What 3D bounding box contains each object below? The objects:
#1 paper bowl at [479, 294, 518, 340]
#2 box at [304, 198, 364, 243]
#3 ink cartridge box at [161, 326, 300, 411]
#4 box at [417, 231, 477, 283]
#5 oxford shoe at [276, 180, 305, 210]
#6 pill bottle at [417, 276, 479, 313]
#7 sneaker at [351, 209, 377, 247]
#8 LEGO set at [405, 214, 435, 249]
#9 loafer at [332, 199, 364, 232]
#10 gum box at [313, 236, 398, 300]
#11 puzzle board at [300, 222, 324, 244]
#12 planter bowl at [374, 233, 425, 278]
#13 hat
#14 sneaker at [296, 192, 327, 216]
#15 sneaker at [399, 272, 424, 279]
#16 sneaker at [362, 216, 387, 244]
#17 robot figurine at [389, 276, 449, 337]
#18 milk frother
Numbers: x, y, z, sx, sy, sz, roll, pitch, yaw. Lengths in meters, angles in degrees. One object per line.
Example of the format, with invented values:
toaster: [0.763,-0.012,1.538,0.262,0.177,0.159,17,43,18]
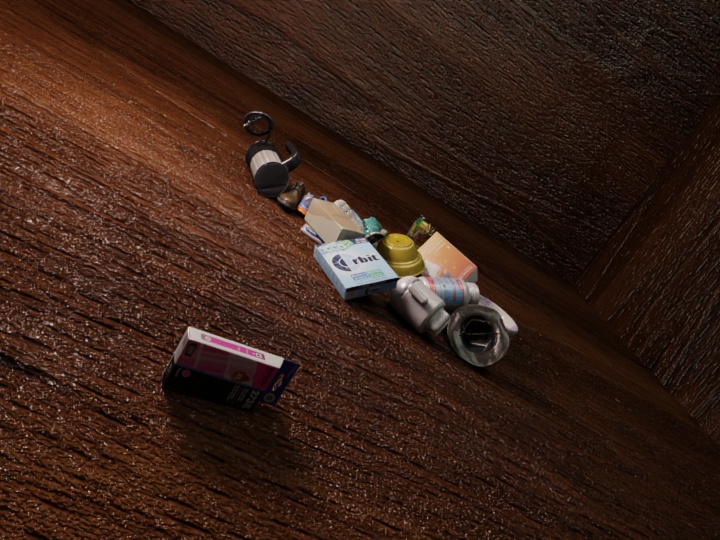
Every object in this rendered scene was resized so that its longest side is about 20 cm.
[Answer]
paper bowl: [0.409,0.172,1.885,0.198,0.105,0.202,30,20,-12]
box: [-0.082,-0.135,1.755,0.093,0.079,0.200,9,27,-41]
ink cartridge box: [-0.195,0.162,0.890,0.197,0.096,0.037,23,21,-31]
box: [0.280,0.000,1.960,0.200,0.152,0.107,43,-10,27]
oxford shoe: [-0.222,-0.254,1.874,0.072,0.085,0.201,32,20,-9]
pill bottle: [0.263,0.078,1.768,0.195,0.111,0.109,2,31,-22]
sneaker: [-0.009,-0.135,1.984,0.081,0.076,0.201,38,12,-44]
LEGO set: [0.216,-0.085,2.079,0.114,0.203,0.154,32,-2,-8]
loafer: [-0.034,-0.133,1.870,0.069,0.069,0.203,-28,85,-45]
gum box: [-0.015,-0.010,1.596,0.166,0.045,0.201,-11,43,-29]
puzzle board: [-0.090,-0.094,1.814,0.198,0.018,0.151,34,19,-4]
planter bowl: [0.118,-0.062,1.856,0.195,0.085,0.202,3,30,-2]
hat: [0.345,0.205,1.712,0.200,0.199,0.082,43,-22,25]
sneaker: [-0.120,-0.203,1.912,0.198,0.080,0.075,13,17,-48]
sneaker: [0.183,0.032,1.894,0.087,0.076,0.201,22,22,-46]
sneaker: [0.029,-0.123,1.798,0.081,0.077,0.200,58,12,-4]
robot figurine: [0.162,0.096,1.632,0.199,0.113,0.171,42,-19,21]
milk frother: [-0.309,-0.379,1.841,0.199,0.180,0.189,40,11,-36]
